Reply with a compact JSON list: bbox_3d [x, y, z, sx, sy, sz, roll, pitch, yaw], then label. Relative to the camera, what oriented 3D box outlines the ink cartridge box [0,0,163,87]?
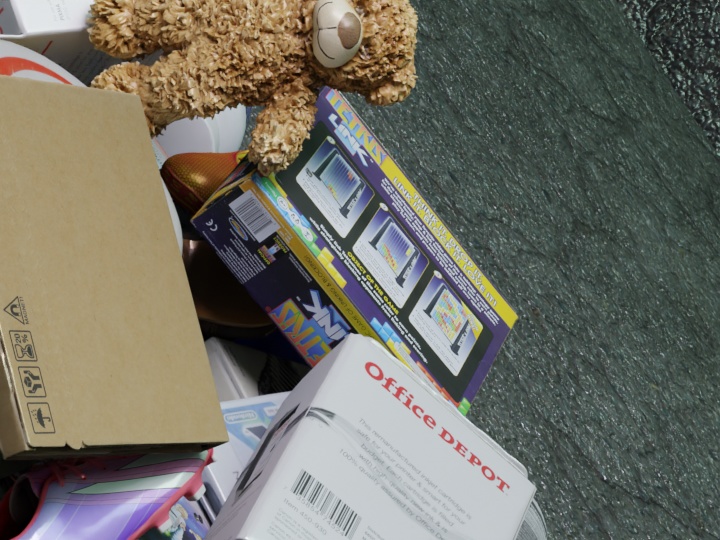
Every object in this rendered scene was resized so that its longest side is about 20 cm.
[{"bbox_3d":[-0.188,-0.149,1.652,0.199,0.116,0.068,-9,68,-36],"label":"ink cartridge box"}]

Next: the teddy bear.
[{"bbox_3d":[-0.068,-0.133,1.560,0.067,0.199,0.146,56,47,-70],"label":"teddy bear"}]

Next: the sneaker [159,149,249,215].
[{"bbox_3d":[-0.055,-0.061,1.748,0.199,0.077,0.073,3,39,-51],"label":"sneaker"}]

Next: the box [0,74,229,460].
[{"bbox_3d":[-0.146,-0.002,1.373,0.163,0.021,0.201,4,67,-55],"label":"box"}]

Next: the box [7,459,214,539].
[{"bbox_3d":[-0.112,0.149,1.522,0.200,0.040,0.137,50,19,-7],"label":"box"}]

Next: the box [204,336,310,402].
[{"bbox_3d":[-0.048,0.107,1.711,0.200,0.068,0.082,19,37,-58],"label":"box"}]

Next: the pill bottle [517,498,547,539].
[{"bbox_3d":[0.067,0.194,1.759,0.111,0.111,0.200,48,18,-11],"label":"pill bottle"}]

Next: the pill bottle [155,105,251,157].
[{"bbox_3d":[-0.131,-0.121,1.876,0.111,0.111,0.200,47,18,-15],"label":"pill bottle"}]

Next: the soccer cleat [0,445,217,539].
[{"bbox_3d":[-0.142,0.118,1.395,0.077,0.067,0.200,55,40,-12],"label":"soccer cleat"}]

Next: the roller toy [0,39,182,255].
[{"bbox_3d":[-0.194,-0.031,1.490,0.183,0.140,0.200,55,21,12],"label":"roller toy"}]

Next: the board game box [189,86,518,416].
[{"bbox_3d":[0.000,0.000,1.650,0.200,0.057,0.165,51,27,-9],"label":"board game box"}]

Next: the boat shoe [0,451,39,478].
[{"bbox_3d":[-0.224,0.070,1.346,0.201,0.072,0.061,12,47,-60],"label":"boat shoe"}]

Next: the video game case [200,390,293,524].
[{"bbox_3d":[-0.003,0.151,1.586,0.199,0.022,0.183,-6,60,-48],"label":"video game case"}]

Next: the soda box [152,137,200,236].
[{"bbox_3d":[-0.162,-0.055,1.745,0.200,0.068,0.064,54,19,8],"label":"soda box"}]

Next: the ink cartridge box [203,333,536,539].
[{"bbox_3d":[-0.001,0.153,1.497,0.147,0.083,0.200,40,37,-7],"label":"ink cartridge box"}]

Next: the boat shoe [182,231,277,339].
[{"bbox_3d":[-0.140,0.001,1.646,0.199,0.071,0.070,19,-15,-15],"label":"boat shoe"}]

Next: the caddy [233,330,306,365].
[{"bbox_3d":[-0.030,0.030,1.840,0.200,0.105,0.142,20,35,-58],"label":"caddy"}]
